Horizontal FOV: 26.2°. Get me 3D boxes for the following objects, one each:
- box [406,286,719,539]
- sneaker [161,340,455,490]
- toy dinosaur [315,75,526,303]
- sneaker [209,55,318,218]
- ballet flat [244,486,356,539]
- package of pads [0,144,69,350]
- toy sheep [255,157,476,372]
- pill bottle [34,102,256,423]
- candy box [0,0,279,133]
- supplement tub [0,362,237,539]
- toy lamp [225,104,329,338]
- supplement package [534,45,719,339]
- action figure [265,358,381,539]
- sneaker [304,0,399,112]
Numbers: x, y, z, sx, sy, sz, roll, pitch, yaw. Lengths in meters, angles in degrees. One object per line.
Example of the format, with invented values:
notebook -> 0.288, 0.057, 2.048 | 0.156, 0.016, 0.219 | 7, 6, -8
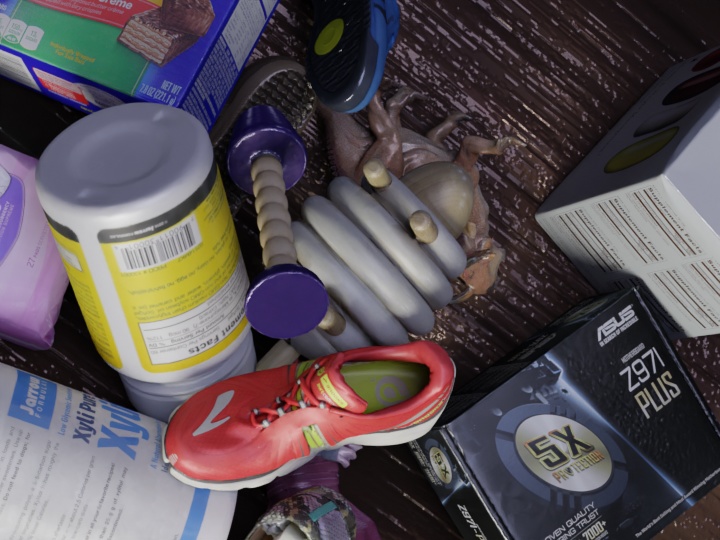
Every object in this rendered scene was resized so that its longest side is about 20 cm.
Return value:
box -> 0.160, 0.134, 1.176 | 0.199, 0.086, 0.164 | -33, 95, -20
sneaker -> -0.033, 0.081, 0.998 | 0.199, 0.085, 0.077 | -15, 70, -16
toy dinosaur -> 0.035, -0.062, 1.158 | 0.199, 0.086, 0.136 | 25, 97, -5
sneaker -> -0.111, -0.075, 1.116 | 0.200, 0.076, 0.071 | -41, 113, 0
ballet flat -> -0.080, 0.224, 1.012 | 0.072, 0.072, 0.201 | 31, 107, -14
package of pads -> -0.281, -0.036, 1.038 | 0.199, 0.076, 0.121 | 23, 74, -16
toy sheep -> 0.000, 0.000, 1.068 | 0.200, 0.138, 0.138 | -40, 98, 0
pill bottle -> -0.133, 0.000, 1.022 | 0.114, 0.114, 0.201 | -31, 135, -21
candy box -> -0.148, -0.206, 1.074 | 0.168, 0.077, 0.201 | 22, 73, 13
supplement tub -> -0.193, 0.146, 1.020 | 0.199, 0.132, 0.133 | 23, 77, -17
toy lamp -> -0.055, -0.040, 0.995 | 0.058, 0.058, 0.201 | 10, 36, -19
supplement package -> 0.277, -0.066, 1.181 | 0.147, 0.200, 0.191 | 47, 71, -10
action figure -> -0.042, 0.153, 1.112 | 0.148, 0.134, 0.201 | -19, 75, 21
sneaker -> 0.004, -0.172, 1.118 | 0.078, 0.066, 0.201 | 37, 28, -31
